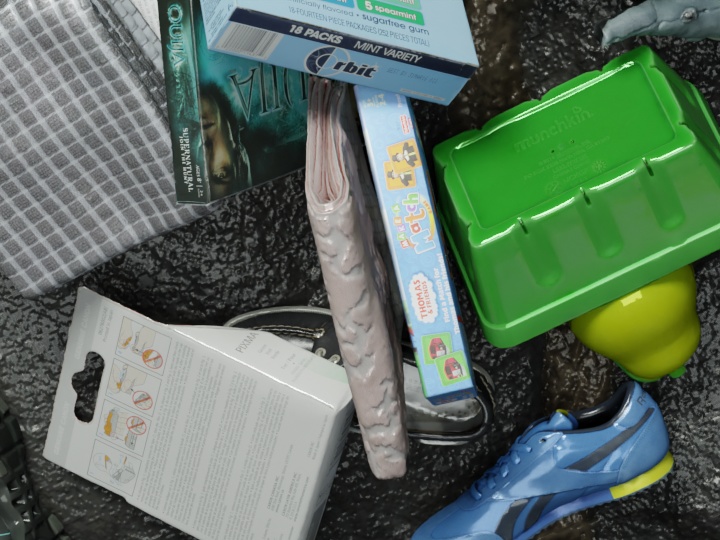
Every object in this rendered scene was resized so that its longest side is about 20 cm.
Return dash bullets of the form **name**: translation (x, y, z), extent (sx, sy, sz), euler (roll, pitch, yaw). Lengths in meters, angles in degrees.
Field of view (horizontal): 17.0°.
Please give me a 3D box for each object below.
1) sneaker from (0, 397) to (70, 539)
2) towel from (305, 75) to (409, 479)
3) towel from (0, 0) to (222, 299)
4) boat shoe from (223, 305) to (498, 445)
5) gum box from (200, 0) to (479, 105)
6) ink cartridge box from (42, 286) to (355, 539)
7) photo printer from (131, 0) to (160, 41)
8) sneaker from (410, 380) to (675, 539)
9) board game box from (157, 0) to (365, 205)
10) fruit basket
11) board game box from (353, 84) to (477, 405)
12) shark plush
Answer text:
- **sneaker**: translation (-0.257, 0.182, 1.687), extent (0.079, 0.075, 0.201), euler (-19, 95, 19)
- **towel**: translation (0.000, 0.000, 1.529), extent (0.032, 0.191, 0.201), euler (-11, 120, 6)
- **towel**: translation (-0.194, -0.089, 1.542), extent (0.165, 0.086, 0.200), euler (-29, 116, 12)
- **boat shoe**: translation (-0.003, 0.076, 1.656), extent (0.199, 0.060, 0.074), euler (17, 101, -3)
- **gum box**: translation (-0.025, -0.207, 1.504), extent (0.169, 0.200, 0.045), euler (10, 140, -28)
- **ink cartridge box**: translation (-0.110, 0.104, 1.653), extent (0.200, 0.050, 0.161), euler (26, 125, 13)
- **photo printer**: translation (-0.167, -0.173, 1.601), extent (0.199, 0.069, 0.167), euler (-16, 103, 5)
- **sneaker**: translation (0.116, 0.138, 1.660), extent (0.200, 0.066, 0.079), euler (-26, 112, 1)
- **board game box**: translation (-0.059, -0.127, 1.550), extent (0.028, 0.200, 0.136), euler (3, 105, 30)
- **fruit basket**: translation (0.164, -0.024, 1.612), extent (0.215, 0.156, 0.216), euler (-13, 143, -10)
- **board game box**: translation (0.037, -0.015, 1.563), extent (0.036, 0.151, 0.201), euler (-12, 84, 3)
- **shark plush**: translation (0.240, -0.184, 1.557), extent (0.199, 0.083, 0.091), euler (-2, 98, -25)
